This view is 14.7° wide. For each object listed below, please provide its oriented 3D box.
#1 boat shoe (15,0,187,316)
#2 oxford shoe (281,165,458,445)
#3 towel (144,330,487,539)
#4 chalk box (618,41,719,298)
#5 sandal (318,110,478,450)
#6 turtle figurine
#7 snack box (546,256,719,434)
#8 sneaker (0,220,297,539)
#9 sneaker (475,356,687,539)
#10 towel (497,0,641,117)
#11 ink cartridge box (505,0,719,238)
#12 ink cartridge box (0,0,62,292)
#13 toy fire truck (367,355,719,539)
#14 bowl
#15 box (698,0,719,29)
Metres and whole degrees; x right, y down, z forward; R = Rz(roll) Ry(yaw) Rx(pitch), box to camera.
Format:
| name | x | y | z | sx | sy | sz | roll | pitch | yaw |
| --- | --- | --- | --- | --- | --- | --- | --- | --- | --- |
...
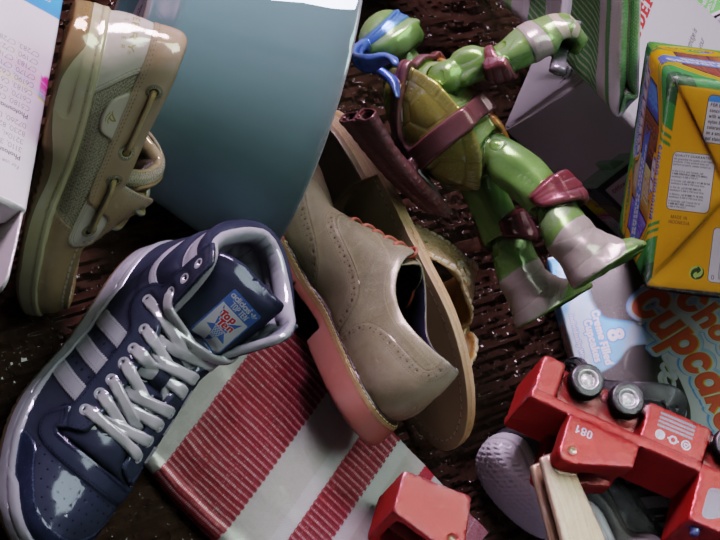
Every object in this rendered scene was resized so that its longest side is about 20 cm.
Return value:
| name | x | y | z | sx | sy | sz | roll | pitch | yaw |
| --- | --- | --- | --- | --- | --- | --- | --- | --- | --- |
| boat shoe | -0.130 | -0.048 | 1.384 | 0.065 | 0.200 | 0.072 | 11 | 43 | -8 |
| oxford shoe | 0.000 | 0.000 | 1.553 | 0.070 | 0.075 | 0.200 | 37 | 26 | -58 |
| towel | -0.028 | 0.123 | 1.516 | 0.200 | 0.023 | 0.144 | 47 | 44 | -10 |
| chalk box | 0.224 | -0.063 | 1.642 | 0.125 | 0.124 | 0.200 | 7 | 13 | -2 |
| sandal | 0.037 | -0.004 | 1.611 | 0.070 | 0.078 | 0.212 | -17 | 74 | -38 |
| turtle figurine | 0.094 | -0.080 | 1.600 | 0.194 | 0.144 | 0.200 | 59 | 22 | 6 |
| snack box | 0.193 | 0.075 | 1.698 | 0.116 | 0.037 | 0.200 | -13 | 69 | -3 |
| sneaker | -0.103 | 0.054 | 1.390 | 0.070 | 0.108 | 0.200 | 45 | 51 | -25 |
| sneaker | 0.173 | 0.134 | 1.617 | 0.200 | 0.075 | 0.114 | 39 | 65 | 5 |
| towel | 0.114 | -0.200 | 1.706 | 0.023 | 0.153 | 0.200 | -19 | 39 | -19 |
| ink cartridge box | 0.205 | -0.091 | 1.828 | 0.200 | 0.084 | 0.145 | 42 | 44 | -18 |
| ink cartridge box | -0.213 | -0.063 | 1.371 | 0.068 | 0.115 | 0.200 | 26 | 50 | -27 |
| toy fire truck | 0.118 | 0.126 | 1.536 | 0.200 | 0.049 | 0.141 | 24 | 60 | -6 |
| bowl | -0.079 | -0.113 | 1.500 | 0.105 | 0.201 | 0.201 | 16 | 54 | -15 |
| box | 0.302 | -0.165 | 1.964 | 0.176 | 0.097 | 0.200 | 45 | 43 | -19 |
